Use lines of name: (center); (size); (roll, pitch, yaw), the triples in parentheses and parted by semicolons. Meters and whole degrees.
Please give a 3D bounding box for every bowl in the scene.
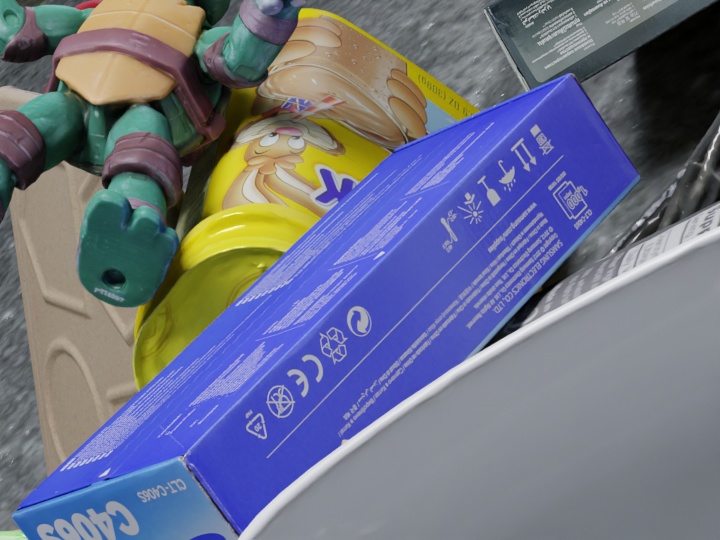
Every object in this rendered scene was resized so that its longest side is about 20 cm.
bowl: (0.087, 0.106, 0.725); (0.199, 0.200, 0.075); (-31, -8, 11)

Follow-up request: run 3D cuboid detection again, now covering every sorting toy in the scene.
sorting toy: (-0.095, 0.024, 1.175); (0.036, 0.186, 0.200); (-11, 12, -20)

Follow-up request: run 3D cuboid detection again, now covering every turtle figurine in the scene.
turtle figurine: (-0.081, -0.076, 1.025); (0.149, 0.101, 0.201); (-3, 41, 22)

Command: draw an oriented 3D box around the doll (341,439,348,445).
doll: (0.016, 0.153, 0.809); (0.048, 0.136, 0.201); (4, 81, 47)

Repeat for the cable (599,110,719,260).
cable: (0.131, -0.053, 1.084); (0.200, 0.050, 0.097); (-42, 20, -5)

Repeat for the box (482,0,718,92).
box: (0.157, -0.142, 1.139); (0.199, 0.046, 0.159); (-31, 2, 22)

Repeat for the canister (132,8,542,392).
canister: (0.000, 0.000, 1.070); (0.087, 0.148, 0.200); (-50, 16, 25)

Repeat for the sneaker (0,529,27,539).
sneaker: (-0.174, 0.176, 1.151); (0.200, 0.077, 0.084); (-40, 40, 11)

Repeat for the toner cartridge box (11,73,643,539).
toner cartridge box: (-0.007, 0.021, 0.887); (0.200, 0.043, 0.095); (-44, 13, -37)

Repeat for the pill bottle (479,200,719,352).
pill bottle: (0.113, 0.038, 0.873); (0.199, 0.113, 0.113); (-27, 27, 29)
